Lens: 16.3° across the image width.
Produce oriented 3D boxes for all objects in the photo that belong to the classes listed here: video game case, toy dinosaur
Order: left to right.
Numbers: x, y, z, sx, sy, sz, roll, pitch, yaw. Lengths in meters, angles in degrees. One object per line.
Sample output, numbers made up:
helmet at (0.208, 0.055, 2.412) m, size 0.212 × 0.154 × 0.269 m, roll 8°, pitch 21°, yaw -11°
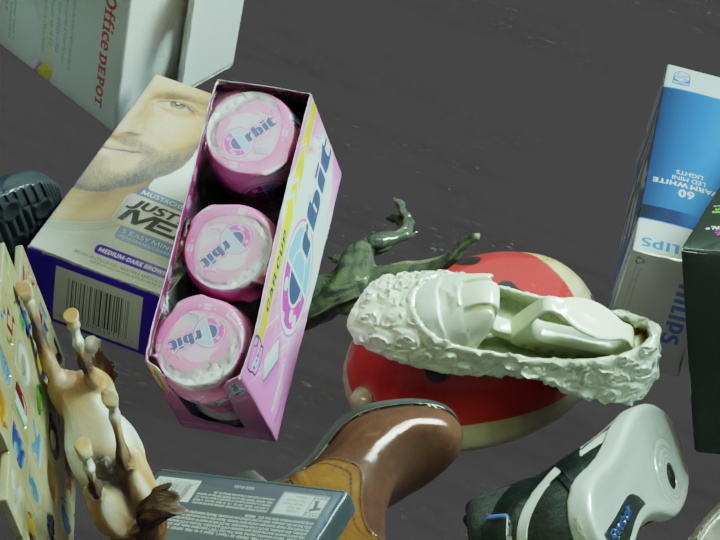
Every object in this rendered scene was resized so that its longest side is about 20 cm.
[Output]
video game case at (-0.106, 0.193, 1.397) m, size 0.142 × 0.019 × 0.200 m, roll 3°, pitch 45°, yaw 37°
toy dinosaur at (0.000, 0.000, 1.635) m, size 0.199 × 0.048 × 0.088 m, roll -21°, pitch 20°, yaw 23°

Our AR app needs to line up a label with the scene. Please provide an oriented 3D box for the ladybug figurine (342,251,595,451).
ladybug figurine at (0.075, 0.045, 1.623) m, size 0.199 × 0.072 × 0.136 m, roll -27°, pitch 56°, yaw -34°

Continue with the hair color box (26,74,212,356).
hair color box at (-0.131, -0.037, 1.670) m, size 0.109 × 0.065 × 0.200 m, roll 20°, pitch 42°, yaw 10°

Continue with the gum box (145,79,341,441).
gum box at (-0.072, 0.000, 1.553) m, size 0.066 × 0.114 × 0.201 m, roll 8°, pitch 69°, yaw 13°

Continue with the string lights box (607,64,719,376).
string lights box at (0.213, -0.036, 1.717) m, size 0.059 × 0.103 × 0.201 m, roll 15°, pitch 43°, yaw 2°

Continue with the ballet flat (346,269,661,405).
ballet flat at (0.094, 0.030, 1.547) m, size 0.199 × 0.072 × 0.072 m, roll 11°, pitch 43°, yaw -9°

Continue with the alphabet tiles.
alphabet tiles at (-0.189, 0.089, 1.455) m, size 0.006 × 0.167 × 0.201 m, roll -9°, pitch 44°, yaw 5°

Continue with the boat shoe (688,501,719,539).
boat shoe at (0.280, 0.145, 1.575) m, size 0.199 × 0.060 × 0.072 m, roll -21°, pitch 53°, yaw -30°

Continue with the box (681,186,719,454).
box at (0.292, 0.012, 1.608) m, size 0.124 × 0.149 × 0.200 m, roll 4°, pitch 27°, yaw 23°

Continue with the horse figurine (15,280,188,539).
horse figurine at (-0.148, 0.094, 1.451) m, size 0.050 × 0.133 × 0.200 m, roll -23°, pitch 49°, yaw -8°

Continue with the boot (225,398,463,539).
boot at (0.016, 0.155, 1.449) m, size 0.187 × 0.069 × 0.200 m, roll -15°, pitch 27°, yaw -25°

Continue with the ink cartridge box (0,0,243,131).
ink cartridge box at (-0.175, -0.207, 1.789) m, size 0.200 × 0.129 × 0.125 m, roll 37°, pitch 48°, yaw 23°

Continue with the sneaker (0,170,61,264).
sneaker at (-0.287, -0.021, 1.598) m, size 0.199 × 0.070 × 0.082 m, roll -30°, pitch 53°, yaw -26°

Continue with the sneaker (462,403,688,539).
sneaker at (0.124, 0.139, 1.539) m, size 0.111 × 0.073 × 0.200 m, roll -18°, pitch 3°, yaw 25°
